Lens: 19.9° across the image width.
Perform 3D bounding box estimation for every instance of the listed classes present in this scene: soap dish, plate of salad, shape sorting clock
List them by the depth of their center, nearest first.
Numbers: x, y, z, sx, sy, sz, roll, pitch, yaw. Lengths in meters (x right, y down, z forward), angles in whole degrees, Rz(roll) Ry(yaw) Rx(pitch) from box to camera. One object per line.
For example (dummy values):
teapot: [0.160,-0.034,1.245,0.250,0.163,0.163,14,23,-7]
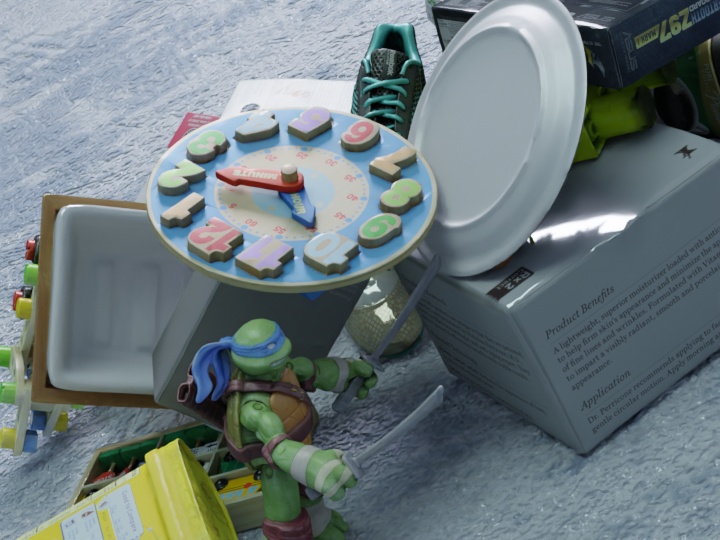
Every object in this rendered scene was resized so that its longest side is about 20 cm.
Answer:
shape sorting clock: [-0.047,-0.054,1.388,0.198,0.039,0.201,-1,43,1]
plate of salad: [0.096,-0.092,1.397,0.200,0.048,0.202,-32,50,48]
soap dish: [-0.165,0.029,1.607,0.198,0.159,0.081,5,-6,-27]

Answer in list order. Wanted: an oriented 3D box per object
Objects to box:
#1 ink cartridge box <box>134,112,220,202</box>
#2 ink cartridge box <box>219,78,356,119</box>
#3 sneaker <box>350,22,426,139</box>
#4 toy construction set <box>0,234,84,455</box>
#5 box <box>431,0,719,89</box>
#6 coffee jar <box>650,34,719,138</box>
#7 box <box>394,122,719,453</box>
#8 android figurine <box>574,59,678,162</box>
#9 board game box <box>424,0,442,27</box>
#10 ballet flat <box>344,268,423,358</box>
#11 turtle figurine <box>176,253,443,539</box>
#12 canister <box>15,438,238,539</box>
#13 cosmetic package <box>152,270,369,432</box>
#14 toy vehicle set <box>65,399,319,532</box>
ink cartridge box: [-0.140,-0.028,1.785,0.145,0.085,0.201,14,69,55]
ink cartridge box: [-0.021,-0.101,1.700,0.198,0.051,0.163,1,32,12]
sneaker: [0.016,-0.126,1.605,0.077,0.092,0.201,0,34,4]
toy construction set: [-0.253,0.049,1.719,0.200,0.092,0.132,-51,32,34]
box: [0.173,-0.194,1.494,0.157,0.051,0.199,-32,28,-29]
coffee jar: [0.253,-0.148,1.651,0.199,0.105,0.085,-6,27,38]
box: [0.157,-0.003,1.456,0.198,0.131,0.200,-35,27,-13]
android figurine: [0.129,-0.118,1.501,0.199,0.041,0.182,-9,31,34]
board game box: [0.166,-0.219,1.642,0.198,0.035,0.126,-19,34,-15]
ballet flat: [0.000,0.000,1.668,0.067,0.063,0.200,-32,31,4]
turtle figurine: [-0.013,0.120,1.359,0.198,0.195,0.144,-13,36,-18]
canister: [-0.184,0.225,1.428,0.199,0.087,0.149,-30,38,2]
cosmetic package: [-0.067,0.019,1.510,0.201,0.106,0.090,-58,19,20]
toy vehicle set: [-0.135,0.163,1.572,0.198,0.027,0.125,-17,28,23]
